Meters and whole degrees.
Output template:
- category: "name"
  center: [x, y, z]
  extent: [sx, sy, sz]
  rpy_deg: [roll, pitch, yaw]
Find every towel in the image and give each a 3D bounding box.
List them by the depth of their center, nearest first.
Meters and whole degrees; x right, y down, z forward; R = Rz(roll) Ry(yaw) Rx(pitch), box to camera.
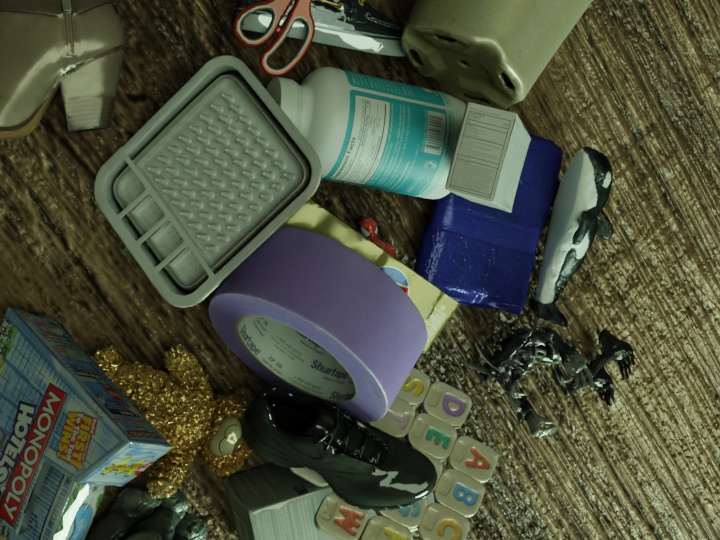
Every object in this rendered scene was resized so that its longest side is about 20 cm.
- category: "towel"
  center: [0.137, -0.060, 1.203]
  extent: [0.147, 0.050, 0.201]
  rpy_deg: [14, 93, -30]

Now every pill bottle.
- category: "pill bottle"
  center: [0.003, -0.140, 1.098]
  extent: [0.199, 0.111, 0.111]
  rpy_deg: [9, 96, -22]

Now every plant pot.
- category: "plant pot"
  center: [0.137, -0.268, 1.062]
  extent: [0.200, 0.200, 0.184]
  rpy_deg: [34, 76, -23]

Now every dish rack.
- category: "dish rack"
  center: [-0.139, -0.082, 1.032]
  extent: [0.200, 0.044, 0.172]
  rpy_deg: [-42, 73, 13]

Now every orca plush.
- category: "orca plush"
  center: [0.250, -0.034, 1.212]
  extent: [0.071, 0.105, 0.201]
  rpy_deg: [8, 98, -12]

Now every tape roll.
- category: "tape roll"
  center: [-0.042, 0.054, 1.058]
  extent: [0.200, 0.200, 0.085]
  rpy_deg: [45, 61, -22]

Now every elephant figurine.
- category: "elephant figurine"
  center: [-0.194, 0.298, 1.046]
  extent: [0.141, 0.200, 0.156]
  rpy_deg: [23, 97, -26]

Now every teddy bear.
- category: "teddy bear"
  center: [-0.189, 0.146, 1.085]
  extent: [0.200, 0.067, 0.145]
  rpy_deg: [38, 62, -19]

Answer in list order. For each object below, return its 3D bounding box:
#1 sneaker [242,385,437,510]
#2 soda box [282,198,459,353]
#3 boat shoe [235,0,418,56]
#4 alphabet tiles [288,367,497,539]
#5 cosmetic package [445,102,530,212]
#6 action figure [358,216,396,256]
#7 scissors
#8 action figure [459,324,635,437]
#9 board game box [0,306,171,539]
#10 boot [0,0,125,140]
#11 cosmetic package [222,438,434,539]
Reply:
- category: "sneaker"
  center: [-0.020, 0.170, 1.057]
  extent: [0.199, 0.091, 0.076]
  rpy_deg: [19, 59, 2]
- category: "soda box"
  center: [0.000, 0.000, 1.110]
  extent: [0.200, 0.068, 0.064]
  rpy_deg: [36, 92, -4]
- category: "boat shoe"
  center: [-0.021, -0.268, 1.086]
  extent: [0.200, 0.071, 0.091]
  rpy_deg: [6, 101, -20]
- category: "alphabet tiles"
  center: [0.035, 0.192, 1.115]
  extent: [0.195, 0.015, 0.200]
  rpy_deg: [28, 62, 1]
- category: "cosmetic package"
  center: [0.126, -0.105, 1.058]
  extent: [0.050, 0.200, 0.083]
  rpy_deg: [17, 94, 12]
- category: "action figure"
  center: [0.024, 0.040, 1.174]
  extent: [0.065, 0.052, 0.201]
  rpy_deg: [-15, 102, -15]
- category: "scissors"
  center: [-0.044, -0.279, 1.043]
  extent: [0.073, 0.014, 0.200]
  rpy_deg: [37, 91, -12]
- category: "action figure"
  center: [0.214, 0.117, 1.225]
  extent: [0.199, 0.102, 0.119]
  rpy_deg: [1, 140, -27]
- category: "board game box"
  center: [-0.277, 0.164, 0.997]
  extent: [0.062, 0.199, 0.201]
  rpy_deg: [22, 91, -58]
- category: "boot"
  center: [-0.314, -0.195, 0.995]
  extent: [0.199, 0.070, 0.147]
  rpy_deg: [-9, 96, -21]
- category: "cosmetic package"
  center: [-0.030, 0.242, 1.156]
  extent: [0.199, 0.107, 0.091]
  rpy_deg: [-17, 105, -20]
